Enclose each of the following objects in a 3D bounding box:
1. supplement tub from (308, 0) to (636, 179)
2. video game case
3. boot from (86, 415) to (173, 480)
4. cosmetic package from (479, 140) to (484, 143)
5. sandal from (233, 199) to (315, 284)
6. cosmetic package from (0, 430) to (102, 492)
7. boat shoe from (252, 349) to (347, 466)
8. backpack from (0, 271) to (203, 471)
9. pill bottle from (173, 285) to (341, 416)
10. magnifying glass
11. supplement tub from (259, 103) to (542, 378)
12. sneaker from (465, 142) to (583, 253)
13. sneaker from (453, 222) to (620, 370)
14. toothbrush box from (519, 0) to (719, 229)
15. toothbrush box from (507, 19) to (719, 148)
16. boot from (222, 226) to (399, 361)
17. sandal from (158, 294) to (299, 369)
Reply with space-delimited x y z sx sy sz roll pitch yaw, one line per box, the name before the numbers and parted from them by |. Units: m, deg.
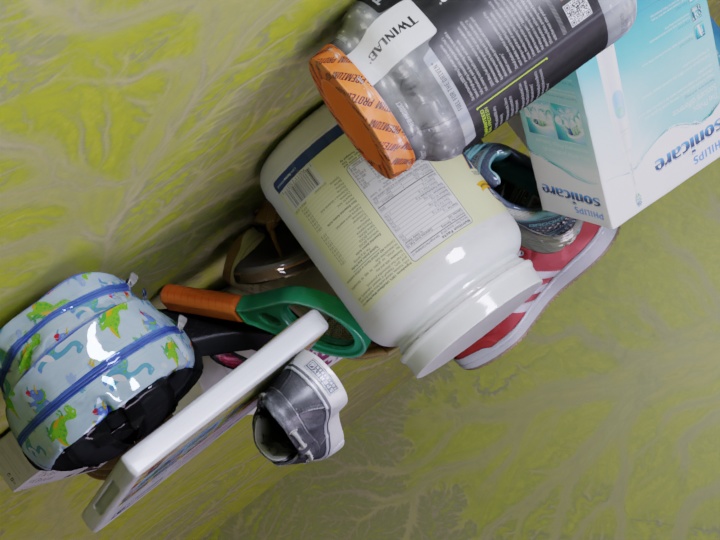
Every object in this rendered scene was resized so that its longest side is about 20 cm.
supplement tub | 0.072 -0.156 1.347 0.199 0.123 0.123 -36 172 -9
video game case | -0.125 0.120 1.615 0.200 0.023 0.182 -37 174 -26
boot | -0.181 0.133 2.039 0.199 0.074 0.155 -36 176 11
cosmetic package | 0.044 -0.042 1.952 0.200 0.087 0.103 -46 172 39
sandal | -0.050 -0.045 1.667 0.081 0.055 0.200 -12 -157 34
cosmetic package | -0.261 0.152 1.874 0.082 0.051 0.200 -40 171 11
boat shoe | -0.054 0.122 1.610 0.068 0.072 0.200 -40 172 -14
backpack | -0.198 0.078 1.497 0.162 0.155 0.200 -31 -169 -4
pill bottle | -0.088 0.061 1.873 0.199 0.114 0.113 -33 171 -28
magnifying glass | -0.078 0.035 1.652 0.023 0.199 0.080 -63 143 -24
supplement tub | 0.032 -0.034 1.567 0.145 0.201 0.145 -36 172 -6
sneaker | 0.091 -0.083 1.678 0.086 0.198 0.078 88 19 -70
sneaker | 0.125 -0.007 1.821 0.200 0.112 0.071 -47 -154 17
toothbrush box | 0.197 -0.157 1.579 0.146 0.201 0.085 -33 -150 -28
toothbrush box | 0.220 -0.167 1.766 0.199 0.147 0.085 -30 169 -35
boot | 0.000 0.000 1.754 0.199 0.155 0.073 -24 139 -48
sandal | -0.108 0.058 1.728 0.198 0.075 0.045 -4 120 -21
